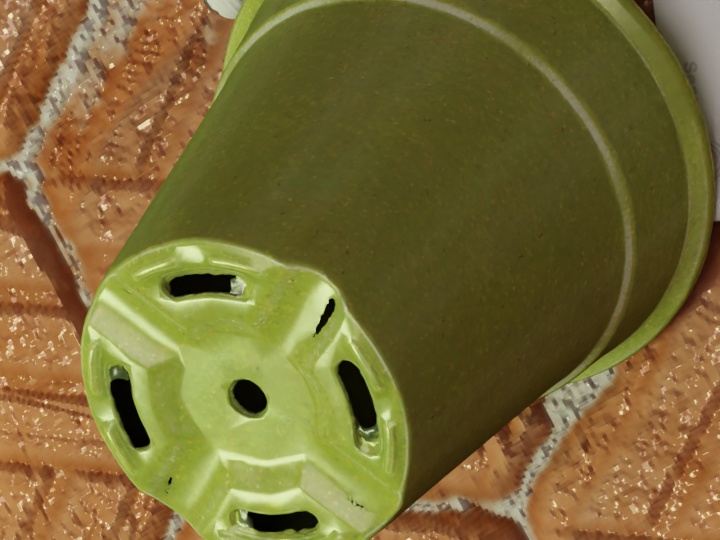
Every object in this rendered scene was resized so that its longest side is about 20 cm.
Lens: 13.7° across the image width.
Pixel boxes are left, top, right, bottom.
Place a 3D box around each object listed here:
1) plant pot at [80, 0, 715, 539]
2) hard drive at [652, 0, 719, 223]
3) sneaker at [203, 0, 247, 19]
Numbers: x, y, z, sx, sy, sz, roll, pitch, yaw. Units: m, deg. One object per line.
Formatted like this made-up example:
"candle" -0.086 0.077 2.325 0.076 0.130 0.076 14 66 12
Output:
"plant pot" 0.000 0.000 1.039 0.199 0.190 0.201 13 123 20
"hard drive" 0.200 -0.091 1.043 0.199 0.026 0.133 -5 97 27
"sneaker" -0.030 -0.199 1.123 0.079 0.074 0.201 -5 103 16
